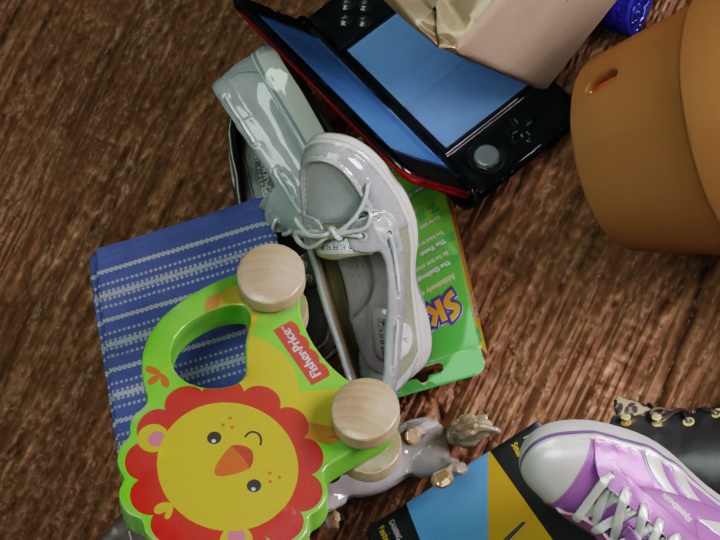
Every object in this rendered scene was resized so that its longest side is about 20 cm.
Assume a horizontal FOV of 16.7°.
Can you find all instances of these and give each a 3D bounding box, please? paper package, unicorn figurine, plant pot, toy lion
[{"bbox_3d":[0.118,-0.236,1.696,0.103,0.200,0.191,43,102,19],"label":"paper package"},{"bbox_3d":[-0.005,0.136,1.737,0.199,0.137,0.074,-1,96,-4],"label":"unicorn figurine"},{"bbox_3d":[0.235,-0.093,1.682,0.139,0.200,0.201,-13,73,30],"label":"plant pot"},{"bbox_3d":[-0.082,0.104,1.639,0.191,0.069,0.200,-27,62,-15],"label":"toy lion"}]

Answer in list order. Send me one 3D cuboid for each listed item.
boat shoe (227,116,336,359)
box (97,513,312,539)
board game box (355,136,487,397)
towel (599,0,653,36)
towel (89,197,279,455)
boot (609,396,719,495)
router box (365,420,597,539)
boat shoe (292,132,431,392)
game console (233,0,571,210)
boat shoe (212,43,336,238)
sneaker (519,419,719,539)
[{"bbox_3d":[-0.063,-0.030,1.817,0.067,0.057,0.201,-19,72,12],"label":"boat shoe"},{"bbox_3d":[-0.086,0.259,1.695,0.200,0.164,0.166,43,90,21],"label":"box"},{"bbox_3d":[0.029,-0.006,1.800,0.095,0.030,0.201,-16,70,13],"label":"board game box"},{"bbox_3d":[0.149,-0.276,1.819,0.199,0.050,0.148,26,84,21],"label":"towel"},{"bbox_3d":[-0.116,0.047,1.751,0.144,0.024,0.201,-18,55,8],"label":"towel"},{"bbox_3d":[0.248,0.098,1.684,0.150,0.073,0.201,0,83,15],"label":"boot"},{"bbox_3d":[0.104,0.217,1.665,0.149,0.051,0.200,-33,44,4],"label":"router box"},{"bbox_3d":[-0.001,0.001,1.695,0.074,0.203,0.065,4,34,26],"label":"boat shoe"},{"bbox_3d":[0.035,-0.152,1.763,0.172,0.119,0.200,-38,68,-15],"label":"game console"},{"bbox_3d":[-0.041,-0.062,1.767,0.071,0.070,0.202,-28,92,10],"label":"boat shoe"},{"bbox_3d":[0.191,0.174,1.583,0.200,0.114,0.073,27,118,-6],"label":"sneaker"}]
